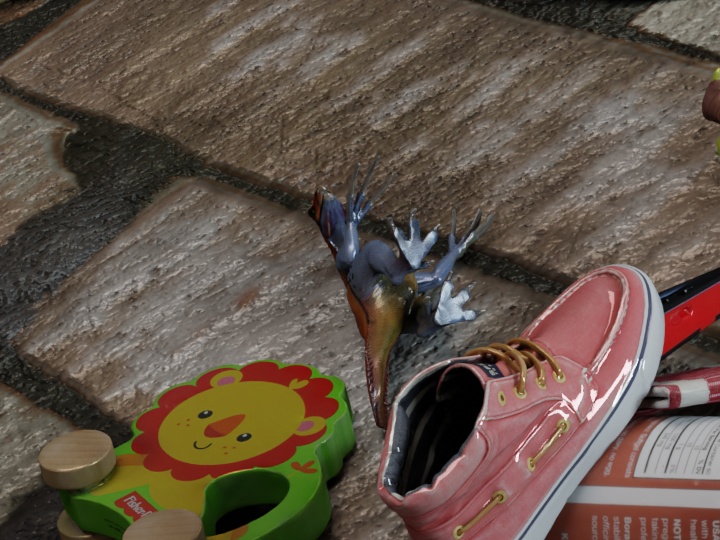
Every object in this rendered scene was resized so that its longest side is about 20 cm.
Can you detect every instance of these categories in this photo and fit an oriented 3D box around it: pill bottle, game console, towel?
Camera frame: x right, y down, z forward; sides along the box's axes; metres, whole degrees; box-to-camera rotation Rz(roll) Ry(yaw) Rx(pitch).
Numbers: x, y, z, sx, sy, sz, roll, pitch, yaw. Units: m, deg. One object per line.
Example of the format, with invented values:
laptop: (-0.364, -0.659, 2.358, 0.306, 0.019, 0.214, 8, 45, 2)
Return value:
pill bottle: (0.183, 0.131, 1.492, 0.200, 0.112, 0.112, 0, 36, 32)
game console: (0.124, 0.048, 1.642, 0.177, 0.031, 0.200, -33, 5, -41)
towel: (0.237, 0.055, 1.558, 0.200, 0.023, 0.144, -11, -2, -14)

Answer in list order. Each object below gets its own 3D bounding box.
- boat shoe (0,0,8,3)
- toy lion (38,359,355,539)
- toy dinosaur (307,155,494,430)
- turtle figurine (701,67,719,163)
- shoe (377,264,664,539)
boat shoe: (-0.322, -0.268, 2.509, 0.200, 0.065, 0.072, -9, 34, 22)
toy lion: (-0.082, 0.122, 1.740, 0.191, 0.069, 0.200, -25, 29, -20)
toy dinosaur: (0.000, 0.000, 1.856, 0.200, 0.105, 0.181, -51, 19, -22)
turtle figurine: (0.295, -0.079, 1.808, 0.200, 0.065, 0.161, -9, 27, -19)
shoe: (0.083, 0.062, 1.466, 0.071, 0.091, 0.200, 16, 64, 40)
